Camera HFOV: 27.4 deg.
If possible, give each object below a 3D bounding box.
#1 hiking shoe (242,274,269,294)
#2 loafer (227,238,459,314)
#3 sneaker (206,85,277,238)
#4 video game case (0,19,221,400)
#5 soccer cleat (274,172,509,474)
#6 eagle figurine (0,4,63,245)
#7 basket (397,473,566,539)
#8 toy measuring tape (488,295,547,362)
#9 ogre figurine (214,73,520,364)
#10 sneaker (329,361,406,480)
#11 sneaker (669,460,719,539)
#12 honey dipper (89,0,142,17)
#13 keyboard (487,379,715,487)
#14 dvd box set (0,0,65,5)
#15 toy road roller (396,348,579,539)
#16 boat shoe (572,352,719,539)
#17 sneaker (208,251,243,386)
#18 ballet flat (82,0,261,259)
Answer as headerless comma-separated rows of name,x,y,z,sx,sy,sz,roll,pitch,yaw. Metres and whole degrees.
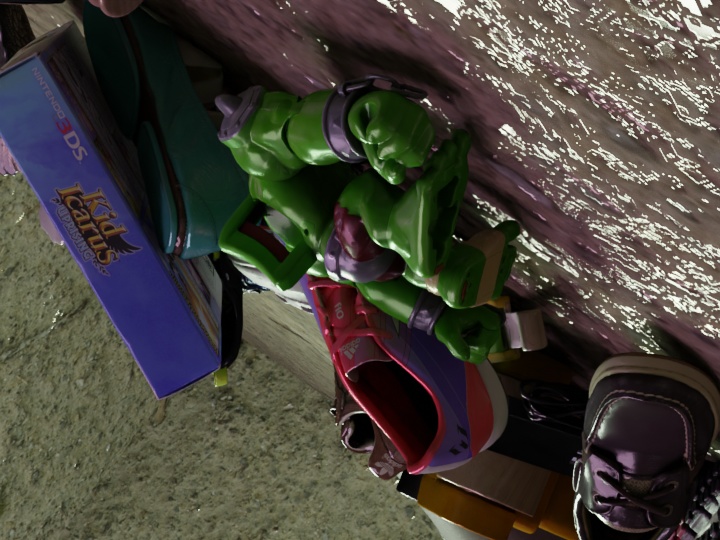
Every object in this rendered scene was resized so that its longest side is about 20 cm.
hiking shoe,-0.078,-0.004,1.237,0.199,0.087,0.074,33,172,29
loafer,0.000,0.000,0.903,0.199,0.070,0.070,17,156,45
sneaker,-0.091,-0.069,0.918,0.200,0.082,0.078,31,170,46
video game case,-0.148,-0.043,0.880,0.201,0.045,0.181,62,-178,-15
soccer cleat,0.002,0.020,0.798,0.201,0.068,0.073,55,-145,9
eagle figurine,-0.235,-0.134,1.056,0.199,0.152,0.151,34,-166,-19
basket,0.089,0.148,1.235,0.180,0.136,0.200,30,166,41
toy measuring tape,0.060,0.040,0.891,0.073,0.074,0.200,37,176,-3
ogre figurine,0.000,-0.029,0.697,0.119,0.099,0.200,21,177,25
sneaker,0.003,0.085,1.035,0.070,0.076,0.200,40,177,-18
sneaker,0.212,0.174,0.855,0.074,0.081,0.200,18,156,-1
honey dipper,-0.189,-0.200,0.780,0.200,0.038,0.038,38,174,22
keyboard,0.151,0.098,0.886,0.199,0.040,0.104,17,155,3
dvd box set,-0.256,-0.219,0.820,0.200,0.029,0.146,37,-169,-2
toy road roller,0.122,0.131,1.036,0.145,0.124,0.200,23,174,-6
boat shoe,0.151,0.111,0.792,0.073,0.065,0.200,10,151,14
sneaker,-0.120,-0.011,1.160,0.083,0.071,0.202,-160,59,-72
ballet flat,-0.105,-0.089,0.859,0.201,0.070,0.068,66,149,32
